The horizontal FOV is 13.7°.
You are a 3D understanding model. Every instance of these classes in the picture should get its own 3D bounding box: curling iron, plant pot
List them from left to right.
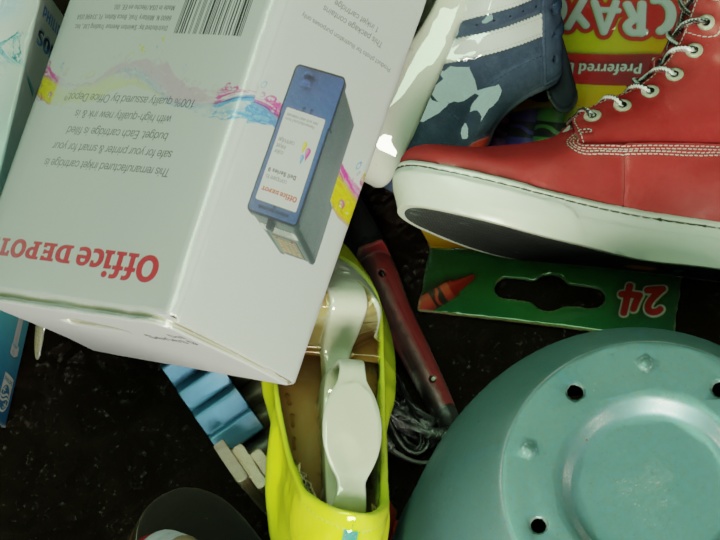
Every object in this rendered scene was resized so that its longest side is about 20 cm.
[{"bbox_3d":[0.000,0.000,1.397,0.026,0.050,0.200,-44,53,40],"label":"curling iron"},{"bbox_3d":[0.113,0.116,1.247,0.200,0.161,0.201,1,68,-2],"label":"plant pot"}]

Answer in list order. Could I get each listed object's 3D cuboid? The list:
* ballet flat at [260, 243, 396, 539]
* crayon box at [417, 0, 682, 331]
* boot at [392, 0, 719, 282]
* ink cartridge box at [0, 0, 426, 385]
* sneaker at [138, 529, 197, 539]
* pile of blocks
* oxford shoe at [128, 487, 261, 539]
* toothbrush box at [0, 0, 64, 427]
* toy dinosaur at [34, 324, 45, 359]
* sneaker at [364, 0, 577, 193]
[{"bbox_3d":[-0.012,0.045,1.304,0.067,0.067,0.200,4,52,-11],"label":"ballet flat"},{"bbox_3d":[0.099,-0.074,1.396,0.127,0.051,0.200,6,73,13],"label":"crayon box"},{"bbox_3d":[0.114,-0.074,1.309,0.200,0.072,0.145,6,84,-14],"label":"boot"},{"bbox_3d":[-0.072,-0.061,1.314,0.145,0.087,0.200,6,72,46],"label":"ink cartridge box"},{"bbox_3d":[-0.114,0.181,1.289,0.112,0.200,0.071,26,40,33],"label":"sneaker"},{"bbox_3d":[-0.036,0.069,1.358,0.062,0.082,0.200,-35,68,-2],"label":"pile of blocks"},{"bbox_3d":[-0.038,0.189,1.332,0.071,0.071,0.200,-29,83,-22],"label":"oxford shoe"},{"bbox_3d":[-0.227,-0.038,1.433,0.146,0.085,0.200,8,72,14],"label":"toothbrush box"},{"bbox_3d":[-0.093,-0.052,1.409,0.200,0.058,0.101,-32,51,1],"label":"toy dinosaur"},{"bbox_3d":[0.069,-0.119,1.343,0.084,0.075,0.200,23,96,-11],"label":"sneaker"}]
